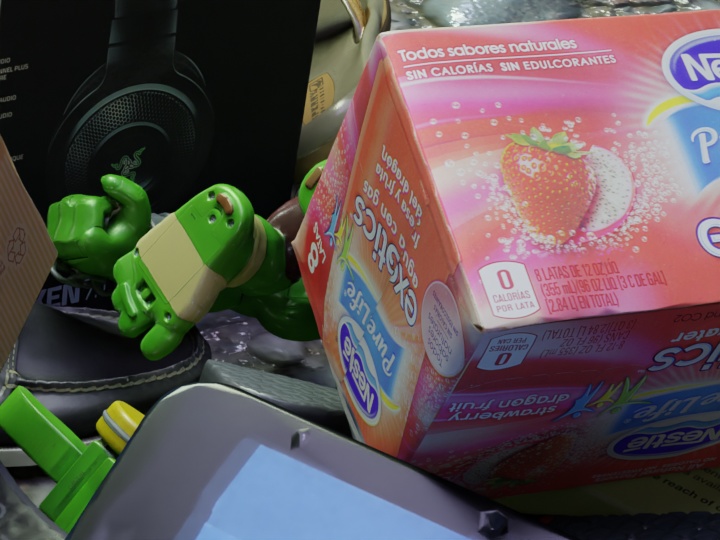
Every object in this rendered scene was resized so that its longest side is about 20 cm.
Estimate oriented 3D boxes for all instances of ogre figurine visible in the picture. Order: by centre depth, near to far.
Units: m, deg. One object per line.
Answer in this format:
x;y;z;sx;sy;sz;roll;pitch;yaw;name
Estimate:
0.000;0.000;0.871;0.120;0.199;0.099;18;57;-56;ogre figurine

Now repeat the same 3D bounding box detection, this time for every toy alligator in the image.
-0.055;0.103;0.805;0.200;0.059;0.054;41;2;40;toy alligator

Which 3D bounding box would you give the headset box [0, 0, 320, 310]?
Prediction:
-0.110;-0.090;0.955;0.174;0.201;0.093;-13;38;-34;headset box

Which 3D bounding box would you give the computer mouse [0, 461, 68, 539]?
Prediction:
-0.127;0.130;0.755;0.199;0.046;0.140;26;55;33;computer mouse

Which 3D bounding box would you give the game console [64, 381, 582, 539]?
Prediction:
-0.009;0.108;0.562;0.199;0.119;0.171;22;2;18;game console

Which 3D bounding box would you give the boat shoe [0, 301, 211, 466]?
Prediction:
-0.148;0.026;0.886;0.199;0.068;0.072;3;30;-14;boat shoe

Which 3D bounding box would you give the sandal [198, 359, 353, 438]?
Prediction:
-0.013;0.064;0.807;0.076;0.043;0.200;14;-8;5;sandal

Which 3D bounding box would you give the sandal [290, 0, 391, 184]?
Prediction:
-0.029;-0.101;1.088;0.054;0.080;0.200;49;13;-22;sandal

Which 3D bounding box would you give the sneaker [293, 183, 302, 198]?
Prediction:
0.040;0.013;0.961;0.076;0.076;0.200;-9;25;-26;sneaker

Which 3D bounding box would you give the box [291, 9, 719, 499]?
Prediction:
0.094;-0.006;0.693;0.199;0.103;0.095;-6;59;-21;box

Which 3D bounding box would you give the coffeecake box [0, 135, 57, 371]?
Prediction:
-0.222;0.018;0.784;0.199;0.073;0.154;10;58;19;coffeecake box

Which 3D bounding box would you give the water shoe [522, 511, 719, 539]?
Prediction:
0.034;0.108;0.679;0.199;0.079;0.071;0;8;30;water shoe

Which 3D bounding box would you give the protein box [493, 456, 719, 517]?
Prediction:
0.144;0.097;0.788;0.198;0.135;0.200;26;35;25;protein box
